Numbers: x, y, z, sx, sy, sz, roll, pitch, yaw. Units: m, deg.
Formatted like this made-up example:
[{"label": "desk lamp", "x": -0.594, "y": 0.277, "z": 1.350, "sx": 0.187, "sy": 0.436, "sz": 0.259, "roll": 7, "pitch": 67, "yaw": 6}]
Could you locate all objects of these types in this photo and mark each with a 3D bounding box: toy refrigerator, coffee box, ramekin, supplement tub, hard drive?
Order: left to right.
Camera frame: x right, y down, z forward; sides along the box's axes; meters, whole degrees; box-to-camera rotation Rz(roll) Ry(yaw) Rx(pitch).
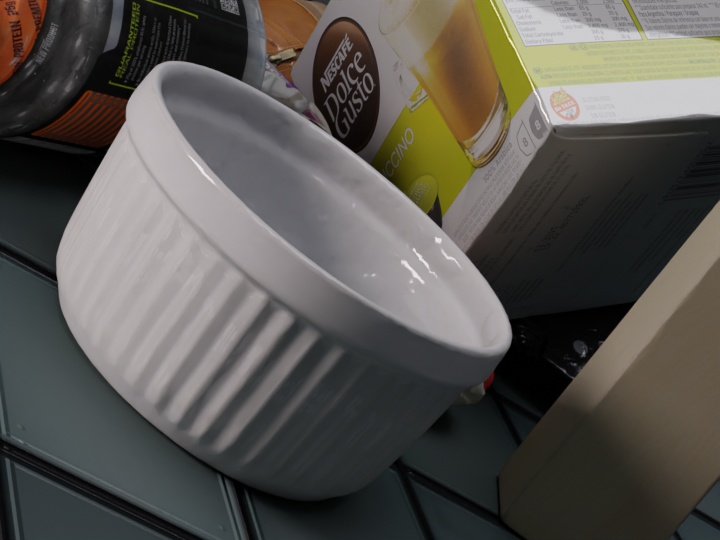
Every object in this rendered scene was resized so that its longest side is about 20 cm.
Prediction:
[{"label": "supplement tub", "x": -0.142, "y": -0.120, "z": 1.020, "sx": 0.123, "sy": 0.123, "sz": 0.200, "roll": 45, "pitch": 16, "yaw": 24}, {"label": "ramekin", "x": -0.041, "y": 0.010, "z": 0.919, "sx": 0.199, "sy": 0.105, "sz": 0.200, "roll": 35, "pitch": 15, "yaw": -11}, {"label": "coffee box", "x": 0.107, "y": -0.107, "z": 1.210, "sx": 0.198, "sy": 0.200, "sz": 0.199, "roll": -7, "pitch": 60, "yaw": -32}, {"label": "hard drive", "x": 0.117, "y": -0.017, "z": 1.313, "sx": 0.139, "sy": 0.038, "sz": 0.200, "roll": 38, "pitch": 46, "yaw": 1}, {"label": "toy refrigerator", "x": 0.159, "y": 0.060, "z": 1.049, "sx": 0.076, "sy": 0.201, "sz": 0.070, "roll": 35, "pitch": 15, "yaw": -8}]

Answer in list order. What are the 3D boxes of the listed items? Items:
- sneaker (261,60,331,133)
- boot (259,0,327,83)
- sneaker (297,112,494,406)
[{"label": "sneaker", "x": -0.093, "y": -0.115, "z": 1.220, "sx": 0.200, "sy": 0.081, "sz": 0.088, "roll": 45, "pitch": 9, "yaw": 4}, {"label": "boot", "x": -0.018, "y": -0.094, "z": 1.355, "sx": 0.200, "sy": 0.074, "sz": 0.154, "roll": 45, "pitch": 25, "yaw": 10}, {"label": "sneaker", "x": 0.000, "y": 0.000, "z": 1.131, "sx": 0.201, "sy": 0.077, "sz": 0.085, "roll": 53, "pitch": 9, "yaw": 22}]
